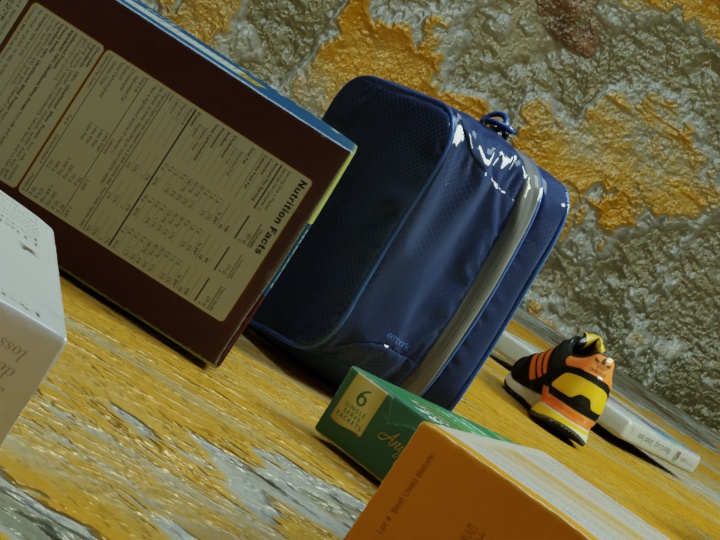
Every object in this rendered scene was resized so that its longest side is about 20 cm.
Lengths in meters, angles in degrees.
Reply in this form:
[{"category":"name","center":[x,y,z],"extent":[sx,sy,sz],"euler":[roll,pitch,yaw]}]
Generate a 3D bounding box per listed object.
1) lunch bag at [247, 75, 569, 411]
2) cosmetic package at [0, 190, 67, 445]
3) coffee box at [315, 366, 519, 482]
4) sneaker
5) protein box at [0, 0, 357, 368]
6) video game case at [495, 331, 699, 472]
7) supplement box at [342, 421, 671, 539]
[{"category":"lunch bag","center":[0.032,-0.016,1.557],"extent":[0.132,0.200,0.136],"euler":[34,-2,-37]},{"category":"cosmetic package","center":[-0.147,0.005,0.758],"extent":[0.102,0.074,0.200],"euler":[32,3,-13]},{"category":"coffee box","center":[0.074,0.120,1.361],"extent":[0.123,0.044,0.200],"euler":[36,4,35]},{"category":"sneaker","center":[0.190,0.095,2.289],"extent":[0.070,0.090,0.200],"euler":[33,4,-10]},{"category":"protein box","center":[-0.120,-0.065,1.384],"extent":[0.200,0.135,0.199],"euler":[33,3,-2]},{"category":"video game case","center":[0.239,0.133,2.626],"extent":[0.200,0.024,0.182],"euler":[35,4,34]},{"category":"supplement box","center":[0.081,0.131,1.049],"extent":[0.126,0.074,0.200],"euler":[35,4,20]}]
